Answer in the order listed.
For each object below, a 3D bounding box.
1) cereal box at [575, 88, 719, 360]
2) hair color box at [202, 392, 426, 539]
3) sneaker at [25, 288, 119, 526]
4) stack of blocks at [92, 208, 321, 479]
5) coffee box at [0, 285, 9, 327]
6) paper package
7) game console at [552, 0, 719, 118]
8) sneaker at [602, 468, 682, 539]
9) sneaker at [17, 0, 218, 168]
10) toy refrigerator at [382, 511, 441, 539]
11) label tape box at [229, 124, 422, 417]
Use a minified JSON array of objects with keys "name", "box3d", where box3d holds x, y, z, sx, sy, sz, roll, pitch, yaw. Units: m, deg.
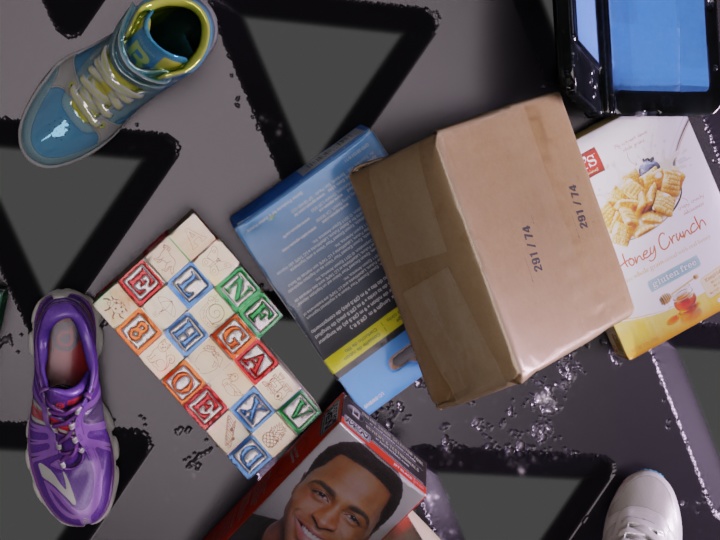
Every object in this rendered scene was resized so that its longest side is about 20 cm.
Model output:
[{"name":"cereal box","box3d":[0.256,-0.042,1.168,0.142,0.040,0.202,-28,99,-6]},{"name":"hair color box","box3d":[-0.044,0.214,1.109,0.101,0.061,0.200,39,106,-10]},{"name":"sneaker","box3d":[-0.248,0.119,1.083,0.079,0.083,0.204,-7,98,-8]},{"name":"stack of blocks","box3d":[-0.120,0.062,1.110,0.115,0.059,0.201,-41,100,-3]},{"name":"coffee box","box3d":[-0.376,0.098,1.081,0.121,0.044,0.203,13,93,-10]},{"name":"paper package","box3d":[0.111,-0.021,1.055,0.189,0.103,0.203,-22,91,-46]},{"name":"game console","box3d":[0.232,-0.238,1.091,0.115,0.175,0.204,-5,84,21]},{"name":"sneaker","box3d":[0.244,0.267,1.146,0.075,0.081,0.202,12,63,11]},{"name":"sneaker","box3d":[-0.198,-0.156,1.039,0.200,0.131,0.080,-42,102,-2]},{"name":"toy refrigerator","box3d":[0.043,0.258,1.084,0.070,0.200,0.076,-44,101,-2]},{"name":"label tape box","box3d":[0.000,0.000,1.119,0.143,0.063,0.201,-34,104,-4]}]
